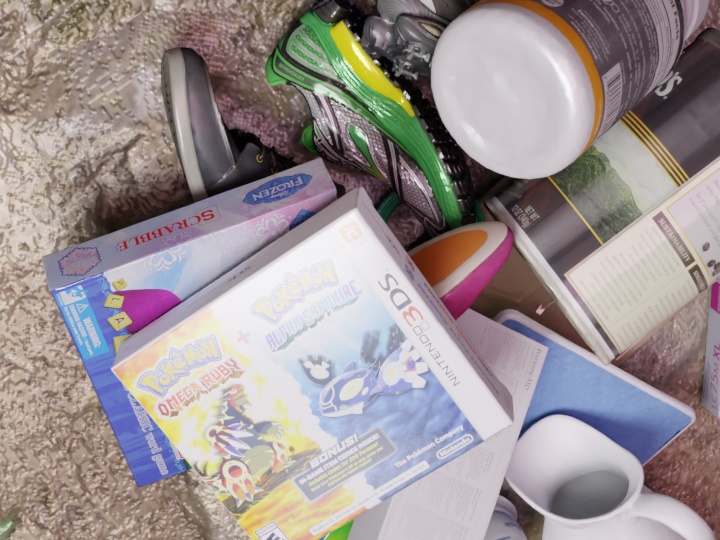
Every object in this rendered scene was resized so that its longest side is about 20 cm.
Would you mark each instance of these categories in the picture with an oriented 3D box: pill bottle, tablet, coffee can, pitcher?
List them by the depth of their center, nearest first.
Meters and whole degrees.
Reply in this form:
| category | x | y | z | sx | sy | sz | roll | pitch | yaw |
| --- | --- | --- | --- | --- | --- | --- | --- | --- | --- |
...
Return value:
| category | x | y | z | sx | sy | sz | roll | pitch | yaw |
| --- | --- | --- | --- | --- | --- | --- | --- | --- | --- |
| pill bottle | 0.142 | -0.151 | 1.011 | 0.200 | 0.116 | 0.117 | -41 | 119 | -41 |
| coffee can | 0.208 | -0.050 | 1.089 | 0.200 | 0.146 | 0.147 | -38 | 113 | 4 |
| pitcher | 0.210 | 0.220 | 1.192 | 0.121 | 0.171 | 0.201 | -44 | 132 | -21 |
| tablet | 0.149 | 0.111 | 1.209 | 0.199 | 0.014 | 0.130 | 28 | 122 | -24 |

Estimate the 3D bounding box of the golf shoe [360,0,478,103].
| category | x | y | z | sx | sy | sz | roll | pitch | yaw |
| --- | --- | --- | --- | --- | --- | --- | --- | --- | --- |
| golf shoe | 0.080 | -0.159 | 1.076 | 0.200 | 0.077 | 0.095 | 32 | 71 | -57 |

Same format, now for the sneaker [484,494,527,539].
| category | x | y | z | sx | sy | sz | roll | pitch | yaw |
| --- | --- | --- | --- | --- | --- | --- | --- | --- | --- |
| sneaker | 0.057 | 0.265 | 1.222 | 0.074 | 0.087 | 0.200 | 35 | 97 | -24 |

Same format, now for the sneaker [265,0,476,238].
| category | x | y | z | sx | sy | sz | roll | pitch | yaw |
| --- | --- | --- | --- | --- | --- | --- | --- | --- | --- |
| sneaker | 0.012 | -0.095 | 1.104 | 0.085 | 0.078 | 0.200 | -36 | 97 | 17 |

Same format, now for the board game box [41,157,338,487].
| category | x | y | z | sx | sy | sz | roll | pitch | yaw |
| --- | --- | --- | --- | --- | --- | --- | --- | --- | --- |
| board game box | -0.093 | 0.041 | 1.079 | 0.198 | 0.041 | 0.201 | -21 | 131 | -5 |

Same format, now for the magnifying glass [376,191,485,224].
| category | x | y | z | sx | sy | sz | roll | pitch | yaw |
| --- | --- | --- | --- | --- | --- | --- | --- | --- | --- |
| magnifying glass | 0.000 | 0.000 | 1.145 | 0.199 | 0.022 | 0.080 | -28 | 77 | 1 |

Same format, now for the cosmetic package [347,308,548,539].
| category | x | y | z | sx | sy | sz | roll | pitch | yaw |
| --- | --- | --- | --- | --- | --- | --- | --- | --- | --- |
| cosmetic package | 0.059 | 0.132 | 1.099 | 0.082 | 0.051 | 0.201 | 26 | 77 | -21 |

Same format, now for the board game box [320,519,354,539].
| category | x | y | z | sx | sy | sz | roll | pitch | yaw |
| --- | --- | --- | --- | --- | --- | --- | --- | --- | --- |
| board game box | -0.015 | 0.225 | 1.180 | 0.105 | 0.103 | 0.201 | 33 | 96 | -21 |

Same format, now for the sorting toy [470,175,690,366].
| category | x | y | z | sx | sy | sz | roll | pitch | yaw |
| --- | --- | --- | --- | --- | --- | --- | --- | --- | --- |
| sorting toy | 0.162 | -0.007 | 1.196 | 0.200 | 0.037 | 0.185 | -39 | 112 | 5 |

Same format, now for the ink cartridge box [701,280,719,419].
| category | x | y | z | sx | sy | sz | roll | pitch | yaw |
| --- | --- | --- | --- | --- | --- | --- | --- | --- | --- |
| ink cartridge box | 0.379 | 0.053 | 1.266 | 0.198 | 0.042 | 0.120 | -3 | 107 | -11 |

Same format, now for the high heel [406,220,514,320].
| category | x | y | z | sx | sy | sz | roll | pitch | yaw |
| --- | --- | --- | --- | --- | --- | --- | --- | --- | --- |
| high heel | 0.042 | 0.052 | 1.067 | 0.200 | 0.067 | 0.096 | -42 | 122 | 7 |

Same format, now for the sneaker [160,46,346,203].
| category | x | y | z | sx | sy | sz | roll | pitch | yaw |
| --- | --- | --- | --- | --- | --- | --- | --- | --- | --- |
| sneaker | -0.070 | -0.075 | 1.088 | 0.106 | 0.075 | 0.201 | -18 | 121 | -6 |

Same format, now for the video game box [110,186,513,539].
| category | x | y | z | sx | sy | sz | roll | pitch | yaw |
| --- | --- | --- | --- | --- | --- | --- | --- | --- | --- |
| video game box | -0.030 | 0.073 | 1.016 | 0.199 | 0.047 | 0.183 | -33 | 105 | 15 |
